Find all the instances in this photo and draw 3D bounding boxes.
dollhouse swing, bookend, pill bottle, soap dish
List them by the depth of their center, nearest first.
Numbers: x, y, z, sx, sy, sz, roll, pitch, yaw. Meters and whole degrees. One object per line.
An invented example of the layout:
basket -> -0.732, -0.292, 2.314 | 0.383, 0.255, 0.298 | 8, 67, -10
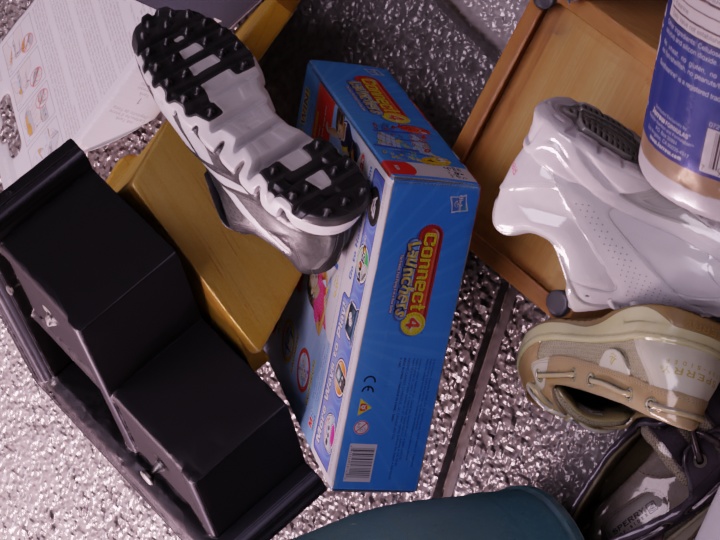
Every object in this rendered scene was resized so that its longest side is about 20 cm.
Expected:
pill bottle -> 0.210, -0.132, 1.080 | 0.111, 0.111, 0.201 | 31, 127, 35
soap dish -> 0.133, -0.070, 1.263 | 0.157, 0.081, 0.201 | 41, 115, 31
bookend -> -0.129, 0.058, 1.302 | 0.092, 0.199, 0.200 | -40, 64, -15
dollhouse swing -> -0.074, -0.053, 1.402 | 0.182, 0.176, 0.200 | 52, 161, -4

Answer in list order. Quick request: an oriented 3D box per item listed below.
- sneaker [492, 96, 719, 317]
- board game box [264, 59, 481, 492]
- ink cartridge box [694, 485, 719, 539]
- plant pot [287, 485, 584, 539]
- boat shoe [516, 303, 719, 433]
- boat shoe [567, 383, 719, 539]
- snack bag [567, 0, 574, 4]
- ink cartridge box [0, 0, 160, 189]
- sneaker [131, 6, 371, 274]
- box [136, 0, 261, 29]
sneaker -> 0.161, -0.008, 1.179 | 0.199, 0.078, 0.100 | 34, 117, -1
board game box -> 0.000, 0.000, 1.304 | 0.196, 0.055, 0.201 | -121, 38, -60
ink cartridge box -> 0.234, 0.226, 1.175 | 0.146, 0.084, 0.201 | 32, 110, 34
plant pot -> 0.016, 0.228, 1.239 | 0.200, 0.187, 0.202 | -179, 90, -66
boat shoe -> 0.139, 0.065, 1.195 | 0.200, 0.073, 0.064 | -18, 54, 65
boat shoe -> 0.188, 0.103, 1.226 | 0.200, 0.065, 0.072 | -50, 60, 26
snack bag -> 0.203, -0.248, 1.202 | 0.187, 0.021, 0.202 | 2, 89, 14
ink cartridge box -> -0.191, -0.151, 1.519 | 0.200, 0.057, 0.163 | -51, 41, 32
sneaker -> -0.072, -0.070, 1.260 | 0.200, 0.066, 0.091 | 46, 149, 25
box -> -0.146, -0.279, 1.391 | 0.104, 0.199, 0.183 | -37, 53, 31
